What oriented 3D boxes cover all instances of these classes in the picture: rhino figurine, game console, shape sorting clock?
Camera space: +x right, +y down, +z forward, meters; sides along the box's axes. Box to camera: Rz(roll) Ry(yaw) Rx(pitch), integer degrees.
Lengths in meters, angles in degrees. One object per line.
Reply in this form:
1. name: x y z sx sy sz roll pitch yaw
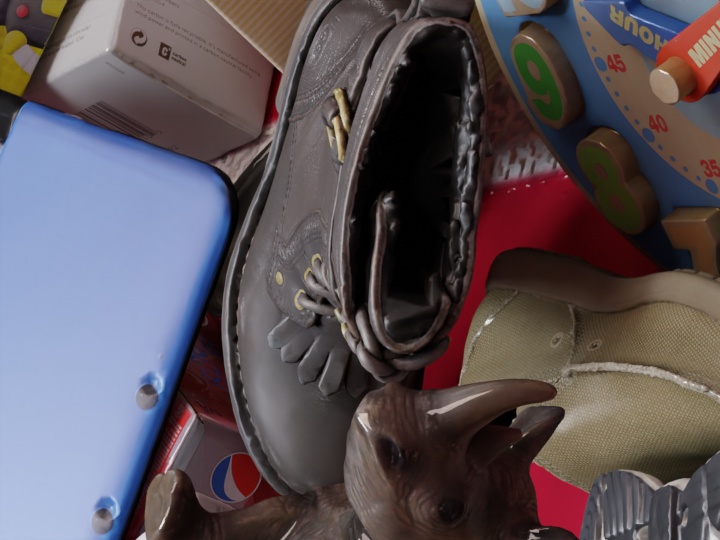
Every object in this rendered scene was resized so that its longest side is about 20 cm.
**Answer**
1. rhino figurine: -0.010 0.079 0.714 0.200 0.087 0.060 -48 33 40
2. game console: -0.123 0.043 1.096 0.171 0.118 0.201 9 -78 -89
3. shape sorting clock: 0.099 -0.061 0.851 0.039 0.201 0.200 -33 21 -28

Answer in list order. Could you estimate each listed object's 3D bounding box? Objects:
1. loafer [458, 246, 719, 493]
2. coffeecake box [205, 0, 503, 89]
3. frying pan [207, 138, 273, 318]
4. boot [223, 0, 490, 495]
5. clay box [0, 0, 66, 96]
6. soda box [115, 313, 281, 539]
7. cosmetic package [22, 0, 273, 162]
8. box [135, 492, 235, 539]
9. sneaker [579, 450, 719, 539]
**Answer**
1. loafer: 0.091 0.040 0.886 0.068 0.076 0.200 -65 23 -6
2. coffeecake box: -0.037 -0.135 1.082 0.073 0.153 0.200 -46 24 5
3. frying pan: 0.001 -0.053 1.116 0.115 0.031 0.190 -9 45 49
4. boot: 0.000 0.000 0.921 0.174 0.069 0.201 -111 26 -74
5. clay box: -0.159 -0.122 1.221 0.115 0.048 0.201 24 88 61
6. soda box: -0.080 0.048 1.112 0.064 0.070 0.200 -61 31 10
7. cosmetic package: -0.087 -0.144 1.257 0.107 0.085 0.201 -21 49 47
8. box: -0.075 0.184 0.973 0.200 0.101 0.113 -42 37 27
9. sneaker: 0.111 0.092 0.814 0.200 0.079 0.078 154 122 -68
